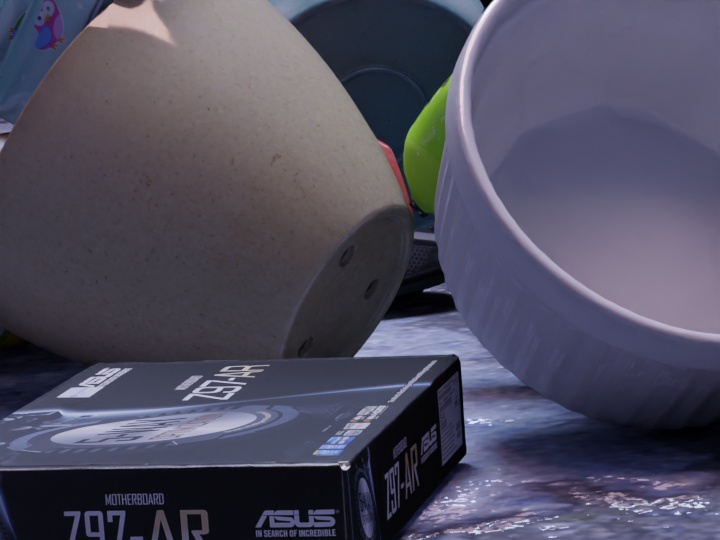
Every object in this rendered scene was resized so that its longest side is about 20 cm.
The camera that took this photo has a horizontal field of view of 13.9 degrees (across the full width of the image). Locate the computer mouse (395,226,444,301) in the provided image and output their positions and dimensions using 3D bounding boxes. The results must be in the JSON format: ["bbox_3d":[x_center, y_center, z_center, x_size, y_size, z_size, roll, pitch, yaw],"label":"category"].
[{"bbox_3d":[0.000,0.000,1.595,0.199,0.053,0.138,7,4,-13],"label":"computer mouse"}]

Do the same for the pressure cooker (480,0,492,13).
[{"bbox_3d":[0.152,-0.088,1.643,0.178,0.177,0.200,2,11,-29],"label":"pressure cooker"}]

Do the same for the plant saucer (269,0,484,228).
[{"bbox_3d":[0.008,-0.094,1.732,0.199,0.201,0.027,-4,25,-2],"label":"plant saucer"}]

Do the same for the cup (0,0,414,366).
[{"bbox_3d":[-0.060,-0.022,1.373,0.143,0.201,0.200,32,24,22],"label":"cup"}]

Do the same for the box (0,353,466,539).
[{"bbox_3d":[-0.056,0.073,1.125,0.159,0.044,0.200,-1,9,15],"label":"box"}]

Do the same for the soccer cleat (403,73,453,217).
[{"bbox_3d":[0.112,-0.022,1.342,0.199,0.081,0.068,29,46,2],"label":"soccer cleat"}]

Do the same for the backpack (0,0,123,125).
[{"bbox_3d":[-0.146,-0.161,1.412,0.153,0.176,0.200,27,23,4],"label":"backpack"}]

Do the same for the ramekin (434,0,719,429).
[{"bbox_3d":[0.124,-0.028,1.234,0.199,0.201,0.105,-7,-31,-18],"label":"ramekin"}]

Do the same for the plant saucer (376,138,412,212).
[{"bbox_3d":[-0.087,-0.097,1.595,0.200,0.037,0.199,28,-2,-43],"label":"plant saucer"}]

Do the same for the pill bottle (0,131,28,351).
[{"bbox_3d":[-0.172,-0.019,1.572,0.111,0.112,0.200,1,8,31],"label":"pill bottle"}]
